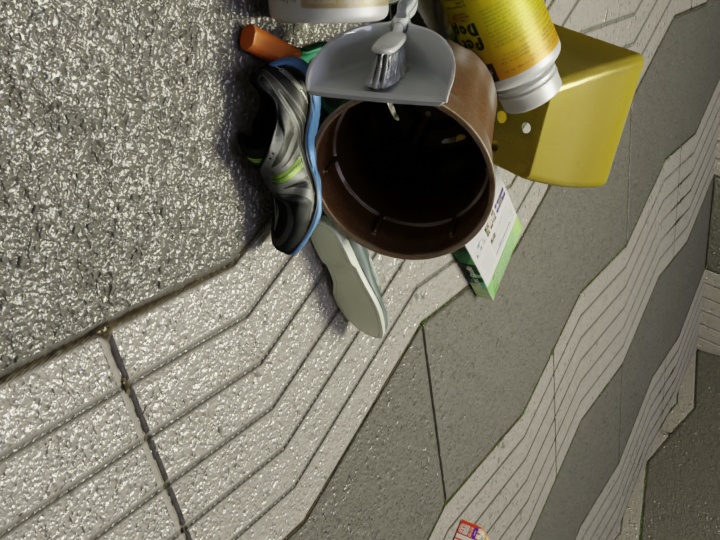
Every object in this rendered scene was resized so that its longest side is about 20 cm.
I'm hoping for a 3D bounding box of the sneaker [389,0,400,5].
[{"bbox_3d":[0.045,-0.351,0.857,0.115,0.199,0.077,10,64,-51],"label":"sneaker"}]

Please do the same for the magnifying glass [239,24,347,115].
[{"bbox_3d":[-0.057,-0.216,0.884,0.199,0.022,0.081,7,95,-58],"label":"magnifying glass"}]

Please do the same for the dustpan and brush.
[{"bbox_3d":[0.034,-0.227,0.835,0.201,0.138,0.058,-66,160,-58],"label":"dustpan and brush"}]

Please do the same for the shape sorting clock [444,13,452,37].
[{"bbox_3d":[0.133,-0.364,1.119,0.199,0.039,0.203,-28,124,-52],"label":"shape sorting clock"}]

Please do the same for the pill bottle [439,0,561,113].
[{"bbox_3d":[0.166,-0.291,0.990,0.109,0.108,0.201,-51,122,-35],"label":"pill bottle"}]

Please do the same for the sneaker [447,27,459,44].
[{"bbox_3d":[0.159,-0.293,1.088,0.074,0.083,0.202,-25,130,-43],"label":"sneaker"}]

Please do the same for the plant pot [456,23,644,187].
[{"bbox_3d":[0.252,-0.232,1.202,0.175,0.199,0.202,-20,131,-43],"label":"plant pot"}]

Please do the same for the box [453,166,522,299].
[{"bbox_3d":[0.200,-0.063,1.349,0.145,0.036,0.200,-64,146,-20],"label":"box"}]

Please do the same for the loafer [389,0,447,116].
[{"bbox_3d":[0.071,-0.265,1.031,0.068,0.075,0.202,-43,126,-40],"label":"loafer"}]

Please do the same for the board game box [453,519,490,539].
[{"bbox_3d":[0.207,0.583,1.591,0.152,0.046,0.201,-61,146,-25],"label":"board game box"}]

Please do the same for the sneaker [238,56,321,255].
[{"bbox_3d":[-0.085,-0.112,0.850,0.082,0.071,0.202,-15,120,-29],"label":"sneaker"}]

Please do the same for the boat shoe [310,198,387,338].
[{"bbox_3d":[0.000,0.000,1.011,0.062,0.072,0.201,-50,135,-30],"label":"boat shoe"}]

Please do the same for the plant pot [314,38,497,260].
[{"bbox_3d":[0.065,-0.150,0.940,0.199,0.198,0.202,-67,152,-50],"label":"plant pot"}]

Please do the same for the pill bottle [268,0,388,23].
[{"bbox_3d":[-0.031,-0.340,0.785,0.119,0.119,0.203,-29,125,-51],"label":"pill bottle"}]
